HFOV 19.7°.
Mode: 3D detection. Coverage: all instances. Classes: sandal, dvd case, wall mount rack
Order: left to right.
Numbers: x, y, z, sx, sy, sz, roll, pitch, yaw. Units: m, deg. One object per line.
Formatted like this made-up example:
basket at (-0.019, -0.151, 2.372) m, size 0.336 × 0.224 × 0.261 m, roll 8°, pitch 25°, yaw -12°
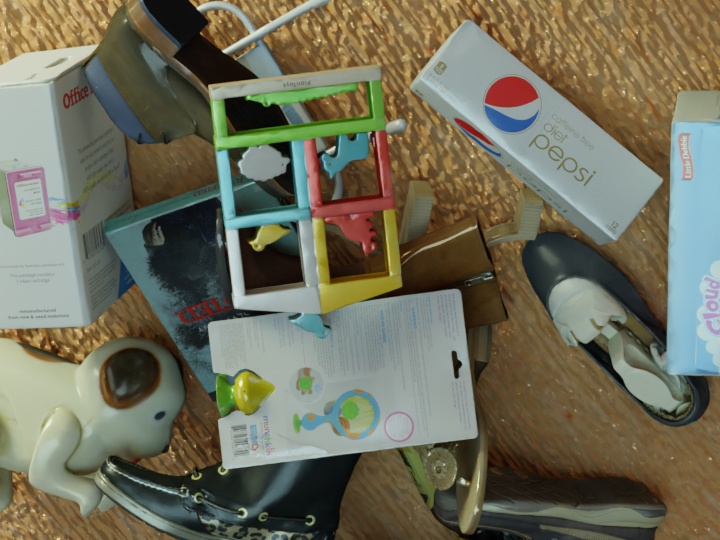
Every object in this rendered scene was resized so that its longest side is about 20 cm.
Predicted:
dvd case at (-0.099, 0.014, 1.691) m, size 0.145 × 0.022 × 0.200 m, roll -18°, pitch 128°, yaw 14°
wall mount rack at (-0.061, -0.132, 1.653) m, size 0.173 × 0.075 × 0.200 m, roll -29°, pitch 100°, yaw 17°
sandal at (0.061, 0.116, 1.639) m, size 0.069 × 0.212 × 0.078 m, roll 12°, pitch 136°, yaw -6°

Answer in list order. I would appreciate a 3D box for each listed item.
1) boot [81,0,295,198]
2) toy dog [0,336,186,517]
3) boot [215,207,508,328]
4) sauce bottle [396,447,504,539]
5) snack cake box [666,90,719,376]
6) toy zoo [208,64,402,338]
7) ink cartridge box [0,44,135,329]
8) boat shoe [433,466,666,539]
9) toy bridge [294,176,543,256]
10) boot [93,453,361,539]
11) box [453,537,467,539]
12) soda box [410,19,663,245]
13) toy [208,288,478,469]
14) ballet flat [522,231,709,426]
boot at (-0.129, -0.121, 1.609) m, size 0.097 × 0.075 × 0.200 m, roll -37°, pitch 91°, yaw 34°
toy dog at (-0.242, 0.115, 1.743) m, size 0.199 × 0.140 × 0.195 m, roll -9°, pitch 74°, yaw 13°
boot at (0.000, 0.000, 1.618) m, size 0.199 × 0.069 × 0.189 m, roll -16°, pitch 125°, yaw 14°
sauce bottle at (0.074, 0.166, 1.723) m, size 0.064 × 0.065 × 0.201 m, roll -24°, pitch 100°, yaw 16°
snack cake box at (0.273, -0.030, 1.602) m, size 0.067 × 0.115 × 0.201 m, roll 2°, pitch 107°, yaw 10°
toy zoo at (-0.039, -0.048, 1.562) m, size 0.131 × 0.020 × 0.201 m, roll -8°, pitch 103°, yaw -7°
ink cartridge box at (-0.245, -0.070, 1.667) m, size 0.084 × 0.145 × 0.201 m, roll -1°, pitch 106°, yaw 13°
boat shoe at (0.153, 0.209, 1.688) m, size 0.199 × 0.075 × 0.074 m, roll 7°, pitch 106°, yaw -16°
toy bridge at (0.043, -0.037, 1.656) m, size 0.199 × 0.027 × 0.067 m, roll 2°, pitch 124°, yaw -12°
boot at (-0.096, 0.148, 1.667) m, size 0.203 × 0.073 × 0.154 m, roll 23°, pitch 97°, yaw -5°
box at (0.117, 0.320, 1.722) m, size 0.159 × 0.049 × 0.200 m, roll 18°, pitch 133°, yaw -5°
soda box at (0.136, -0.107, 1.620) m, size 0.200 × 0.068 × 0.064 m, roll 39°, pitch 86°, yaw -3°
toy at (-0.013, 0.086, 1.610) m, size 0.199 × 0.047 × 0.116 m, roll -7°, pitch 82°, yaw 4°
ballet flat at (0.204, 0.051, 1.663) m, size 0.073 × 0.073 × 0.200 m, roll -42°, pitch 95°, yaw 18°
